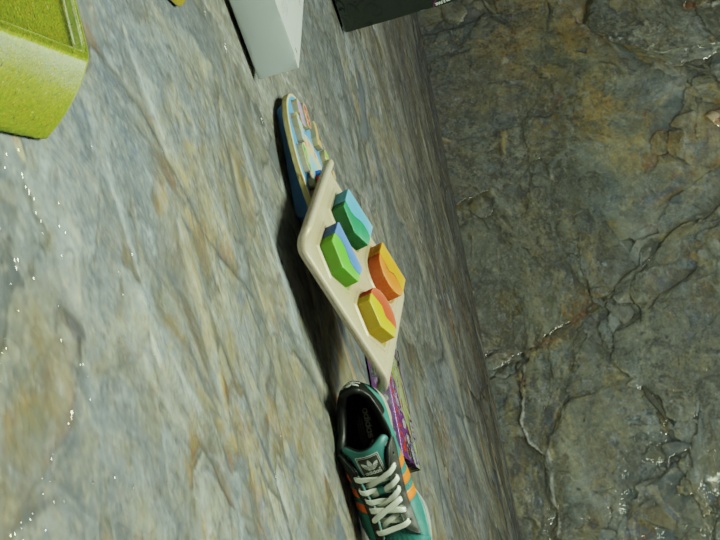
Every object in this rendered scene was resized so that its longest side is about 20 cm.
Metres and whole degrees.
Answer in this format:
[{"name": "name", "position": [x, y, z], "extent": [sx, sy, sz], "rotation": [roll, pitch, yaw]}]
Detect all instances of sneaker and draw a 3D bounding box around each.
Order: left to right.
[{"name": "sneaker", "position": [0.015, 0.208, 1.337], "extent": [0.080, 0.071, 0.201], "rotation": [41, 28, -73]}]

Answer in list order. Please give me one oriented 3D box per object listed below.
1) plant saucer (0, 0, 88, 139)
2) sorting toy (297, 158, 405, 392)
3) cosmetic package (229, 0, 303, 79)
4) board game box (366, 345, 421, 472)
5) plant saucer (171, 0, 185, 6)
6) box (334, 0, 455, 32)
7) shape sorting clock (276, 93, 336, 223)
[{"name": "plant saucer", "position": [-0.197, -0.175, 0.666], "extent": [0.200, 0.048, 0.201], "rotation": [-9, 85, -81]}, {"name": "sorting toy", "position": [0.000, 0.000, 1.395], "extent": [0.201, 0.036, 0.185], "rotation": [62, 19, -23]}, {"name": "cosmetic package", "position": [-0.107, -0.318, 1.418], "extent": [0.201, 0.051, 0.151], "rotation": [-90, 162, -56]}, {"name": "board game box", "position": [0.036, 0.148, 1.675], "extent": [0.120, 0.032, 0.201], "rotation": [42, 36, -67]}, {"name": "plant saucer", "position": [-0.173, -0.337, 1.058], "extent": [0.200, 0.048, 0.201], "rotation": [33, 45, -77]}, {"name": "box", "position": [0.046, -0.500, 2.147], "extent": [0.125, 0.199, 0.149], "rotation": [-95, 167, -51]}, {"name": "shape sorting clock", "position": [-0.047, -0.103, 1.495], "extent": [0.200, 0.039, 0.201], "rotation": [-14, 90, -81]}]
